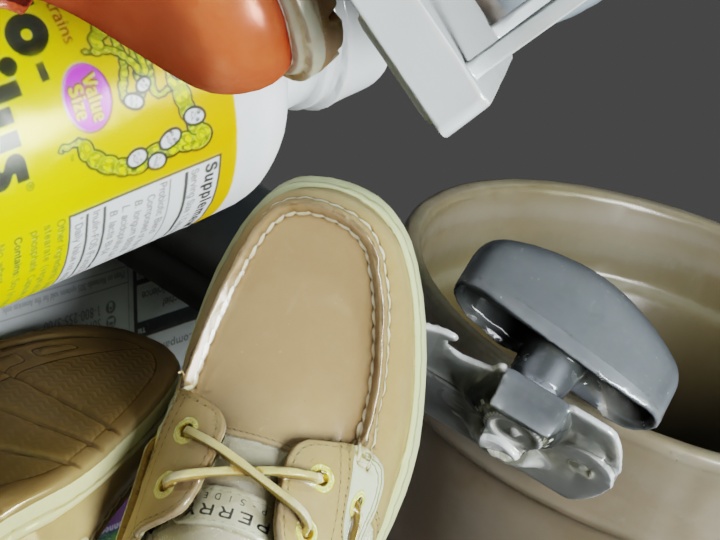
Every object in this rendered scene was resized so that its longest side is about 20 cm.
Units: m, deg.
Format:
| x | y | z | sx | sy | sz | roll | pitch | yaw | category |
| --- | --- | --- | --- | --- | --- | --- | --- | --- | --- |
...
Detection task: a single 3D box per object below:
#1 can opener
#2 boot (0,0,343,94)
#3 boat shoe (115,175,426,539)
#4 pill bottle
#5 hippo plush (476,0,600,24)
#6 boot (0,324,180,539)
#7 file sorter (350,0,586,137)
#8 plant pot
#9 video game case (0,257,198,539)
| x | y | z | sx | sy | sz | roll | pitch | yaw | category |
| --- | --- | --- | --- | --- | --- | --- | --- | --- | --- |
| 0.000 | 0.000 | 0.779 | 0.067 | 0.199 | 0.053 | -56 | 175 | -25 | can opener |
| -0.101 | -0.084 | 0.615 | 0.107 | 0.199 | 0.075 | -49 | 161 | -24 | boot |
| -0.030 | 0.073 | 0.719 | 0.066 | 0.073 | 0.202 | -14 | 117 | -81 | boat shoe |
| -0.091 | -0.049 | 0.693 | 0.199 | 0.104 | 0.105 | -25 | 120 | -27 | pill bottle |
| 0.070 | -0.179 | 0.816 | 0.159 | 0.200 | 0.162 | -32 | 107 | -14 | hippo plush |
| -0.111 | 0.124 | 0.742 | 0.200 | 0.072 | 0.156 | -49 | 141 | -42 | boot |
| 0.016 | -0.154 | 0.603 | 0.124 | 0.139 | 0.201 | -34 | 94 | 10 | file sorter |
| 0.087 | 0.090 | 0.909 | 0.199 | 0.200 | 0.175 | -10 | 125 | -45 | plant pot |
| -0.100 | 0.082 | 0.811 | 0.199 | 0.023 | 0.184 | -18 | 115 | -44 | video game case |
